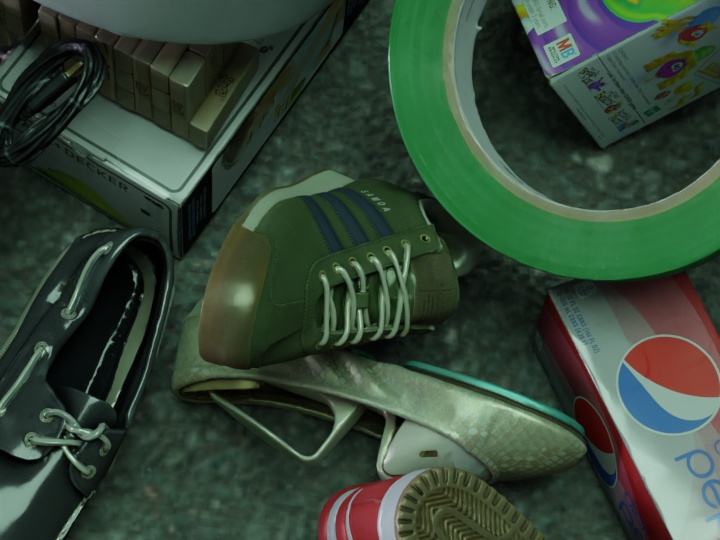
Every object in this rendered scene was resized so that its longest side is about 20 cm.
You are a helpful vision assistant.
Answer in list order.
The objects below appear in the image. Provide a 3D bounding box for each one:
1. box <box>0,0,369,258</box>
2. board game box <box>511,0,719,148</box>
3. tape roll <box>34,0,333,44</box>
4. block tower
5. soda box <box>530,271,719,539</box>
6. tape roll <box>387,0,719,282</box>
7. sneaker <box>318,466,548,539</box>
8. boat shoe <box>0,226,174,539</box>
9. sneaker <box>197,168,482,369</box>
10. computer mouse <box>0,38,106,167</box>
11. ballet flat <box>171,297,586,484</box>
[{"bbox_3d":[-0.082,-0.120,1.176,0.116,0.060,0.200,30,66,10],"label":"box"},{"bbox_3d":[0.173,-0.162,1.150,0.199,0.105,0.103,-27,67,11],"label":"board game box"},{"bbox_3d":[-0.093,-0.189,1.092,0.199,0.066,0.201,11,39,-9],"label":"tape roll"},{"bbox_3d":[-0.145,-0.132,1.114,0.199,0.058,0.054,27,67,9],"label":"block tower"},{"bbox_3d":[0.152,0.093,1.094,0.070,0.063,0.201,-21,68,-13],"label":"soda box"},{"bbox_3d":[0.114,-0.095,1.074,0.199,0.048,0.202,0,89,13],"label":"tape roll"},{"bbox_3d":[0.062,0.164,1.061,0.200,0.112,0.071,49,65,-15],"label":"sneaker"},{"bbox_3d":[-0.139,0.064,1.075,0.072,0.063,0.201,32,62,-20],"label":"boat shoe"},{"bbox_3d":[0.000,0.000,1.063,0.089,0.200,0.067,12,108,13],"label":"sneaker"},{"bbox_3d":[-0.193,-0.042,1.103,0.199,0.034,0.059,-31,52,19],"label":"computer mouse"},{"bbox_3d":[0.005,0.069,1.098,0.199,0.068,0.063,19,71,15],"label":"ballet flat"}]
